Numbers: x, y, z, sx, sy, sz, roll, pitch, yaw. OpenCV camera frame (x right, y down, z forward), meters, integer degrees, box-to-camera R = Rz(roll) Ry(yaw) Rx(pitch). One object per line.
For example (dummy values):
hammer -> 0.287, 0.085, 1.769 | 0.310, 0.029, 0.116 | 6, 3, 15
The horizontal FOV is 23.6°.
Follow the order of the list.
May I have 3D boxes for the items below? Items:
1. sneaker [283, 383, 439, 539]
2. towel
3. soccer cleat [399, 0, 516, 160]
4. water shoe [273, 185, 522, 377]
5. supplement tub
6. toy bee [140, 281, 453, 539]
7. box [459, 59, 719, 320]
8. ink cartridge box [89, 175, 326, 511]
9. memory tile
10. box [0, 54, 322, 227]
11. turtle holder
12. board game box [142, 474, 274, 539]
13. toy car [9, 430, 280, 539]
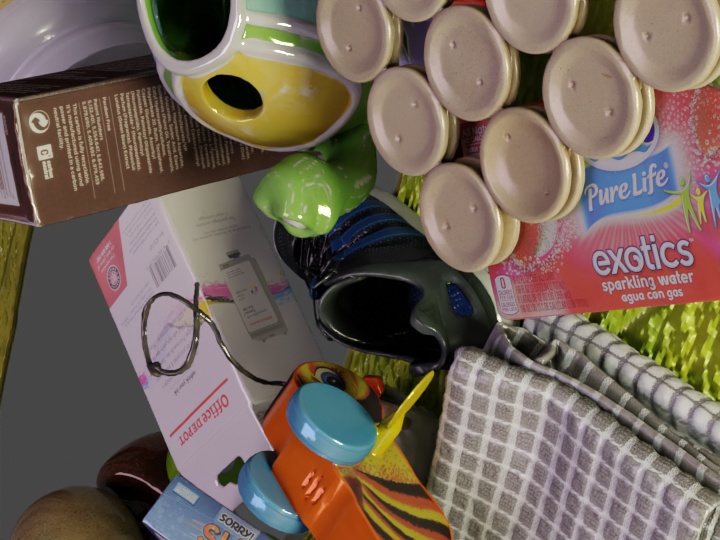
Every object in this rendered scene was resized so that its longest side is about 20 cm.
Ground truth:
sneaker -> 0.006, 0.127, 1.007 | 0.200, 0.073, 0.116 | 138, 149, -75
towel -> 0.107, 0.136, 0.855 | 0.165, 0.085, 0.201 | 36, 129, 39
soccer cleat -> 0.046, -0.110, 0.801 | 0.200, 0.068, 0.073 | 83, -178, -52
water shoe -> 0.000, 0.000, 0.948 | 0.200, 0.079, 0.072 | 23, 120, 47
supplement tub -> -0.216, -0.158, 1.116 | 0.200, 0.145, 0.146 | 50, 137, 29
toy bee -> -0.008, 0.082, 0.871 | 0.131, 0.108, 0.201 | -33, 73, 35
box -> 0.146, -0.040, 0.725 | 0.200, 0.099, 0.096 | -8, 97, 54
ink cartridge box -> -0.090, 0.048, 1.095 | 0.116, 0.067, 0.201 | -43, 67, 51
memory tile -> 0.060, -0.101, 0.711 | 0.200, 0.017, 0.154 | -43, 72, 48
box -> -0.128, -0.083, 0.984 | 0.100, 0.199, 0.075 | 9, 112, 51
turtle holder -> -0.049, -0.118, 0.889 | 0.140, 0.131, 0.187 | 13, 100, 34
board game box -> -0.025, 0.199, 0.982 | 0.200, 0.035, 0.135 | 32, 165, 15
toy car -> -0.175, 0.204, 1.153 | 0.164, 0.199, 0.158 | -35, 75, 52
